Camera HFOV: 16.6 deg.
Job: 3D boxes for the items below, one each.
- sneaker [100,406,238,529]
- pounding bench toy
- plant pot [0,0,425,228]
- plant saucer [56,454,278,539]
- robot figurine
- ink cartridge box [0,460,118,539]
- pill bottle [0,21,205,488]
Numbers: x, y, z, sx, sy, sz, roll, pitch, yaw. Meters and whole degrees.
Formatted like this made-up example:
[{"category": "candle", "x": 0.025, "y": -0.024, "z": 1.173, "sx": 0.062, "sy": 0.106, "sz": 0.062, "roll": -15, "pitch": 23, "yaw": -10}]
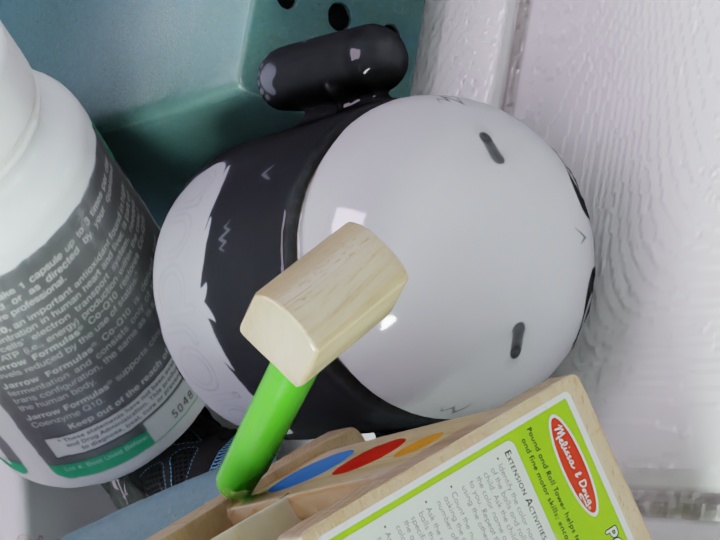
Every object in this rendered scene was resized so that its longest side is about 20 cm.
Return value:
[{"category": "sneaker", "x": -0.065, "y": 0.093, "z": 1.067, "sx": 0.082, "sy": 0.073, "sz": 0.200, "roll": -38, "pitch": 46, "yaw": 16}, {"category": "pounding bench toy", "x": -0.008, "y": 0.092, "z": 0.820, "sx": 0.156, "sy": 0.124, "sz": 0.200, "roll": -17, "pitch": 99, "yaw": 54}, {"category": "plant pot", "x": -0.070, "y": -0.099, "z": 1.088, "sx": 0.200, "sy": 0.141, "sz": 0.142, "roll": -3, "pitch": 74, "yaw": 50}, {"category": "plant saucer", "x": -0.114, "y": 0.130, "z": 0.939, "sx": 0.201, "sy": 0.201, "sz": 0.039, "roll": -22, "pitch": 94, "yaw": 52}, {"category": "robot figurine", "x": 0.002, "y": 0.001, "z": 0.938, "sx": 0.200, "sy": 0.150, "sz": 0.125, "roll": -13, "pitch": 38, "yaw": 56}, {"category": "ink cartridge box", "x": -0.189, "y": 0.151, "z": 1.141, "sx": 0.145, "sy": 0.087, "sz": 0.200, "roll": -21, "pitch": 58, "yaw": 21}, {"category": "pill bottle", "x": -0.143, "y": -0.010, "z": 1.004, "sx": 0.113, "sy": 0.200, "sz": 0.113, "roll": -13, "pitch": 48, "yaw": 15}]
